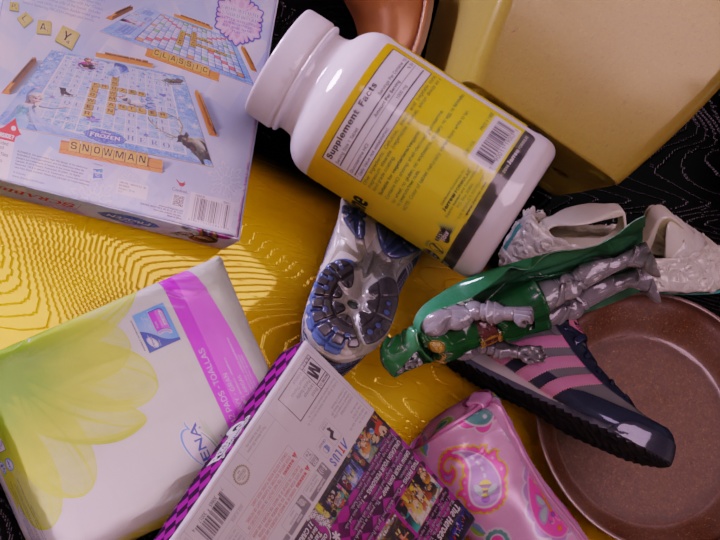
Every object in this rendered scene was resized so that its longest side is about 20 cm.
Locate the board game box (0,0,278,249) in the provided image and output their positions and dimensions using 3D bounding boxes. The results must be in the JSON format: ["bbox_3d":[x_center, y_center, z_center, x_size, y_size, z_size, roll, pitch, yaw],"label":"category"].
[{"bbox_3d":[-0.167,-0.135,1.561,0.199,0.041,0.200,14,75,-19],"label":"board game box"}]

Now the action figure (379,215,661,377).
[{"bbox_3d":[0.108,0.029,1.531,0.199,0.118,0.055,-19,61,0],"label":"action figure"}]

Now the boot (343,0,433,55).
[{"bbox_3d":[-0.029,-0.237,1.596,0.155,0.077,0.201,9,71,-37],"label":"boot"}]

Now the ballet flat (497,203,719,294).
[{"bbox_3d":[0.200,-0.018,1.660,0.199,0.072,0.072,0,80,-22],"label":"ballet flat"}]

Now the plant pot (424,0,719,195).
[{"bbox_3d":[0.154,-0.167,1.622,0.200,0.200,0.177,34,80,-12],"label":"plant pot"}]

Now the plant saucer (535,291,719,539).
[{"bbox_3d":[0.217,0.116,1.656,0.200,0.037,0.201,6,70,-17],"label":"plant saucer"}]

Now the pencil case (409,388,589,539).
[{"bbox_3d":[0.117,0.183,1.587,0.087,0.087,0.200,-36,91,-23],"label":"pencil case"}]

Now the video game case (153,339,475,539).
[{"bbox_3d":[-0.028,0.176,1.471,0.181,0.036,0.200,46,47,-14],"label":"video game case"}]

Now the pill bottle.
[{"bbox_3d":[0.025,-0.092,1.538,0.200,0.112,0.113,33,69,3],"label":"pill bottle"}]

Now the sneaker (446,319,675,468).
[{"bbox_3d":[0.148,0.067,1.585,0.200,0.070,0.082,29,76,17],"label":"sneaker"}]

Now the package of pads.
[{"bbox_3d":[-0.155,0.100,1.507,0.199,0.068,0.155,-23,88,-23],"label":"package of pads"}]

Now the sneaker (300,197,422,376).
[{"bbox_3d":[0.000,0.000,1.588,0.077,0.085,0.200,29,48,1],"label":"sneaker"}]
